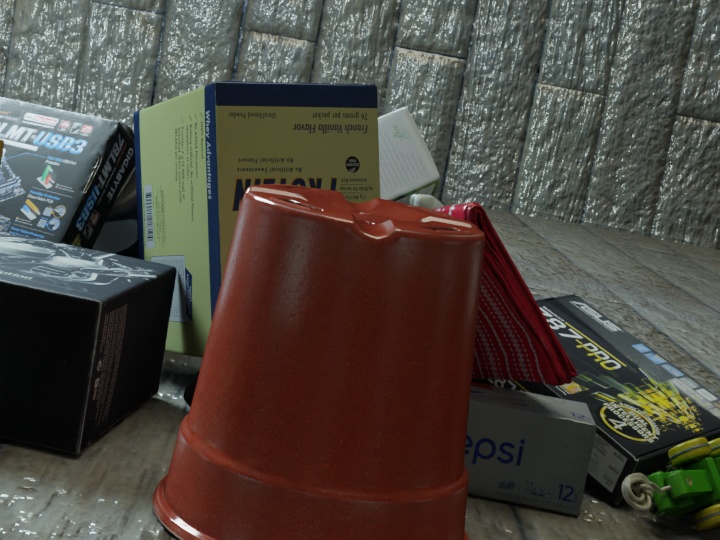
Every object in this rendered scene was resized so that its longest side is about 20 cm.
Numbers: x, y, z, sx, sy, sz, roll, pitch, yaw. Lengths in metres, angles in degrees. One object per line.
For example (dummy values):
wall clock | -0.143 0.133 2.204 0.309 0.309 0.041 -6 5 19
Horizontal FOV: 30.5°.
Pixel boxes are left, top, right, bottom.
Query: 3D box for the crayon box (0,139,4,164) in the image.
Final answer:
crayon box | -0.270 0.020 0.712 0.125 0.203 0.051 2 11 -43

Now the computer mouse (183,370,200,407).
computer mouse | -0.036 0.077 0.999 0.197 0.035 0.059 -8 19 -6

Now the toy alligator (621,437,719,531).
toy alligator | 0.229 0.156 0.938 0.198 0.060 0.054 2 -28 -43

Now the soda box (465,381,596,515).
soda box | 0.064 0.115 0.944 0.197 0.069 0.063 10 9 2

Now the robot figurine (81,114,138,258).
robot figurine | -0.235 -0.054 1.265 0.124 0.201 0.151 -28 52 -14

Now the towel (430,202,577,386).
towel | 0.068 0.022 0.966 0.022 0.146 0.199 -34 11 -22

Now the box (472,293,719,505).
box | 0.186 0.096 1.059 0.160 0.050 0.200 -5 34 -43

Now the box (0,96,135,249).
box | -0.316 -0.051 1.140 0.198 0.201 0.050 13 -23 24

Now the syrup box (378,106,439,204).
syrup box | -0.033 -0.067 1.218 0.198 0.082 0.079 -23 -14 -11

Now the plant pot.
plant pot | -0.013 0.058 0.794 0.198 0.198 0.201 10 9 -2

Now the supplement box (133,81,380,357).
supplement box | -0.085 -0.036 1.041 0.133 0.203 0.199 -3 1 -27

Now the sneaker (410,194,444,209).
sneaker | 0.008 0.005 1.197 0.092 0.199 0.076 51 11 -9

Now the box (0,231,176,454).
box | -0.253 0.038 0.937 0.197 0.106 0.182 11 8 6
